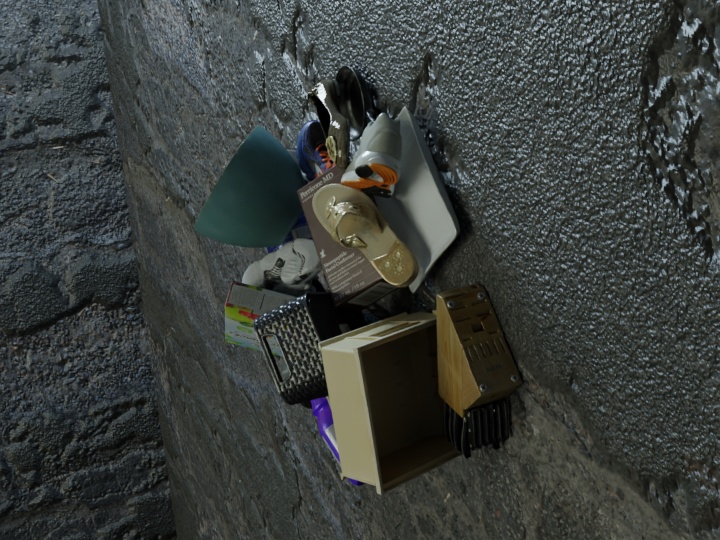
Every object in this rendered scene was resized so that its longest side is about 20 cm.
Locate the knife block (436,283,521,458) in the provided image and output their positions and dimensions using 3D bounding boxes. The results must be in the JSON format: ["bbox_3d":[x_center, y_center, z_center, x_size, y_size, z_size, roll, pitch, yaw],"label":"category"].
[{"bbox_3d":[0.139,0.141,1.427,0.176,0.064,0.200,124,130,-61],"label":"knife block"}]

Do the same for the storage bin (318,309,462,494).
[{"bbox_3d":[0.056,0.173,1.483,0.094,0.198,0.201,1,104,50],"label":"storage bin"}]

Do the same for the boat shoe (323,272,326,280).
[{"bbox_3d":[0.000,0.000,1.698,0.201,0.060,0.072,168,88,-69],"label":"boat shoe"}]

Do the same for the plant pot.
[{"bbox_3d":[-0.161,-0.115,1.742,0.135,0.200,0.200,32,154,-4],"label":"plant pot"}]

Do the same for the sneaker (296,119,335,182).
[{"bbox_3d":[-0.039,-0.152,1.715,0.078,0.075,0.200,-32,79,56],"label":"sneaker"}]

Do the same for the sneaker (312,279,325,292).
[{"bbox_3d":[-0.058,0.100,1.908,0.087,0.076,0.201,-2,108,59],"label":"sneaker"}]

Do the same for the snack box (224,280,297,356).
[{"bbox_3d":[-0.154,0.088,1.804,0.200,0.142,0.053,109,177,-69],"label":"snack box"}]

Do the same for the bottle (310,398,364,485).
[{"bbox_3d":[-0.029,0.272,1.860,0.200,0.083,0.065,54,165,23],"label":"bottle"}]

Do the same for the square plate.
[{"bbox_3d":[0.076,-0.096,1.498,0.200,0.028,0.199,122,132,-61],"label":"square plate"}]

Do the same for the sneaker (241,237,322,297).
[{"bbox_3d":[-0.097,0.010,1.775,0.200,0.115,0.075,-22,55,43],"label":"sneaker"}]

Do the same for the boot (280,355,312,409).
[{"bbox_3d":[-0.102,0.146,2.003,0.182,0.072,0.201,44,-147,-56],"label":"boot"}]

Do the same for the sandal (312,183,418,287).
[{"bbox_3d":[-0.004,-0.062,1.511,0.212,0.078,0.070,45,-173,26],"label":"sandal"}]

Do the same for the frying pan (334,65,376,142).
[{"bbox_3d":[0.003,-0.249,1.583,0.190,0.031,0.115,-169,70,-67],"label":"frying pan"}]

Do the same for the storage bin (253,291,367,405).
[{"bbox_3d":[-0.058,0.111,1.579,0.136,0.094,0.200,67,-161,9],"label":"storage bin"}]

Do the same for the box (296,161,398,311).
[{"bbox_3d":[-0.012,-0.052,1.601,0.100,0.075,0.200,-32,64,29],"label":"box"}]

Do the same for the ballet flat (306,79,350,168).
[{"bbox_3d":[-0.047,-0.219,1.581,0.200,0.046,0.067,-102,20,-46],"label":"ballet flat"}]

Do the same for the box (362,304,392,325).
[{"bbox_3d":[0.035,0.165,1.723,0.200,0.050,0.199,-149,51,-62],"label":"box"}]

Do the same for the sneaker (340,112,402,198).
[{"bbox_3d":[0.025,-0.159,1.481,0.200,0.075,0.092,154,131,-78],"label":"sneaker"}]

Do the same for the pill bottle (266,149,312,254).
[{"bbox_3d":[-0.123,-0.102,1.875,0.116,0.115,0.201,128,127,-63],"label":"pill bottle"}]

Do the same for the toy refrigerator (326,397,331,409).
[{"bbox_3d":[-0.024,0.179,1.722,0.076,0.070,0.200,109,142,-54],"label":"toy refrigerator"}]
